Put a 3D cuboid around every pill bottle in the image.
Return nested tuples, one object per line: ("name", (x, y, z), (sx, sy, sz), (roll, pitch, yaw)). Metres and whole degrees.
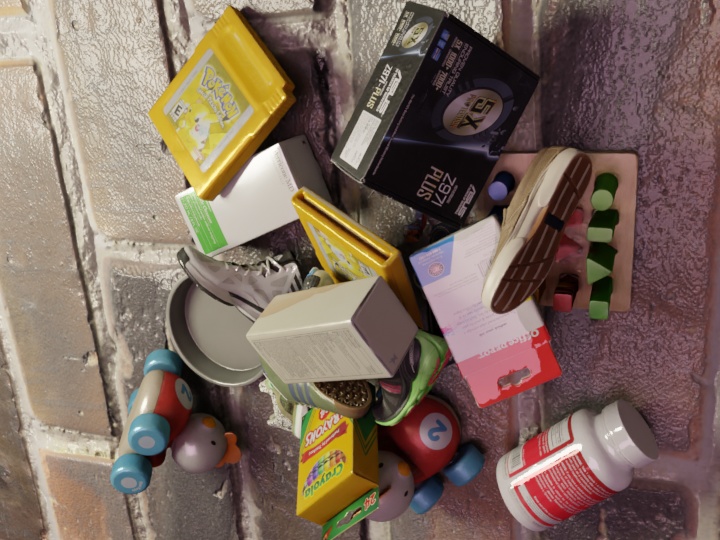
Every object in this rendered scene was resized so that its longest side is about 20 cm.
("pill bottle", (0.289, 0.258, 1.004), (0.200, 0.112, 0.113), (-40, 91, 30))

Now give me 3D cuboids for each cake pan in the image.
("cake pan", (-0.218, 0.087, 1.196), (0.197, 0.037, 0.204), (8, 112, 20))

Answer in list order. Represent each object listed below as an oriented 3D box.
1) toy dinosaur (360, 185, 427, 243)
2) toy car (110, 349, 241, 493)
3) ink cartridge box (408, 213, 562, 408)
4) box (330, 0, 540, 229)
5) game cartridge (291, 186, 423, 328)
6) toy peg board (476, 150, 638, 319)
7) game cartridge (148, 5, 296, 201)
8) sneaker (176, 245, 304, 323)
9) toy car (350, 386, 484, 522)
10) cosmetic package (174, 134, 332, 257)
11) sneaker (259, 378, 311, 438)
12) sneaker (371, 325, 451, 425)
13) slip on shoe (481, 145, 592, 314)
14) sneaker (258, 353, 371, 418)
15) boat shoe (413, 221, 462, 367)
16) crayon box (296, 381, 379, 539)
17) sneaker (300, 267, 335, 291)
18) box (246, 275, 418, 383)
("toy dinosaur", (0.079, -0.131, 0.966), (0.197, 0.106, 0.183), (-18, 120, 17))
("toy car", (-0.283, 0.264, 1.236), (0.197, 0.185, 0.178), (20, 119, -18))
("ink cartridge box", (0.153, 0.048, 0.906), (0.115, 0.067, 0.203), (-24, 92, 13))
("box", (0.086, -0.174, 0.865), (0.202, 0.162, 0.086), (-62, 37, 11))
("game cartridge", (0.000, 0.000, 0.977), (0.176, 0.032, 0.201), (36, 160, 32))
("toy peg board", (0.233, -0.038, 0.925), (0.196, 0.098, 0.203), (4, 110, 21))
("game cartridge", (-0.192, -0.227, 1.021), (0.200, 0.032, 0.177), (-46, 65, 22))
("sneaker", (-0.158, -0.003, 1.072), (0.200, 0.076, 0.116), (37, 97, -30))
("toy car", (0.050, 0.282, 1.063), (0.185, 0.200, 0.177), (47, 119, 0))
("cosmetic package", (-0.152, -0.103, 1.071), (0.198, 0.085, 0.109), (-22, 97, 29))
("sneaker", (-0.117, 0.171, 1.155), (0.087, 0.077, 0.203), (3, 110, 8))
("sneaker", (0.054, 0.132, 0.978), (0.084, 0.077, 0.201), (40, 139, 15))
("slip on shoe", (0.185, -0.048, 0.840), (0.060, 0.076, 0.202), (30, 95, 47))
("sneaker", (-0.068, 0.158, 1.054), (0.199, 0.067, 0.091), (32, 135, 25))
("boat shoe", (0.115, 0.033, 1.015), (0.074, 0.061, 0.203), (19, 120, 45))
("crayon box", (-0.031, 0.259, 1.038), (0.050, 0.202, 0.127), (31, 122, -25))
("sneaker", (-0.030, 0.066, 1.049), (0.085, 0.076, 0.201), (18, 155, 21))
("box", (-0.037, 0.077, 0.914), (0.198, 0.078, 0.095), (-10, 124, 44))
